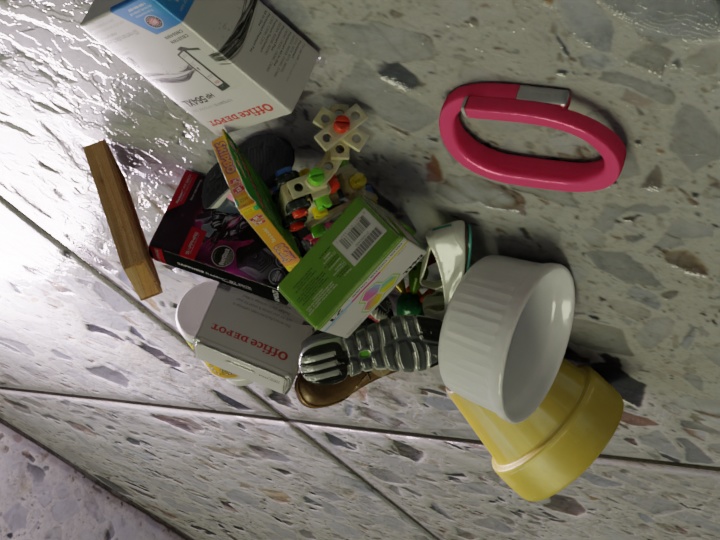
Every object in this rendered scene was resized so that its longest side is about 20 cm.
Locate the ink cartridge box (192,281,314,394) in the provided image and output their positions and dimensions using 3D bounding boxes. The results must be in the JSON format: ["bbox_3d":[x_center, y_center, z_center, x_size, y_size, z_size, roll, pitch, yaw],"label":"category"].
[{"bbox_3d":[-0.127,0.050,1.725,0.145,0.201,0.085,22,157,2],"label":"ink cartridge box"}]

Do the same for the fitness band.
[{"bbox_3d":[0.173,-0.133,1.282,0.199,0.038,0.144,11,154,28],"label":"fitness band"}]

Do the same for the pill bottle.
[{"bbox_3d":[-0.219,0.110,2.042,0.112,0.113,0.200,13,154,20],"label":"pill bottle"}]

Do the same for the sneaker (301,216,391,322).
[{"bbox_3d":[0.000,0.000,1.650,0.081,0.075,0.200,40,171,38],"label":"sneaker"}]

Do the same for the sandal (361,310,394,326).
[{"bbox_3d":[0.014,0.044,1.785,0.075,0.048,0.201,4,139,6],"label":"sandal"}]

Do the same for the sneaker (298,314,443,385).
[{"bbox_3d":[0.016,0.082,1.575,0.199,0.075,0.116,-8,-162,-5],"label":"sneaker"}]

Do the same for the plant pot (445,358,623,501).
[{"bbox_3d":[0.229,0.182,1.726,0.189,0.201,0.201,44,153,-8],"label":"plant pot"}]

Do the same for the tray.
[{"bbox_3d":[-0.320,-0.069,1.685,0.037,0.201,0.099,-22,153,-6],"label":"tray"}]

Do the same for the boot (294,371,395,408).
[{"bbox_3d":[-0.001,0.132,1.733,0.075,0.199,0.074,-26,86,57],"label":"boot"}]

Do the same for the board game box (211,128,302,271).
[{"bbox_3d":[-0.117,-0.077,1.420,0.030,0.096,0.200,-25,154,2],"label":"board game box"}]

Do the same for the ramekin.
[{"bbox_3d":[0.177,0.077,1.529,0.097,0.201,0.201,18,157,29],"label":"ramekin"}]

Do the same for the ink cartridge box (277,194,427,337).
[{"bbox_3d":[0.010,0.005,1.498,0.076,0.148,0.200,46,-171,23],"label":"ink cartridge box"}]

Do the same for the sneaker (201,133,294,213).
[{"bbox_3d":[-0.121,-0.118,1.559,0.082,0.071,0.200,12,164,-32],"label":"sneaker"}]

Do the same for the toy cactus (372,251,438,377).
[{"bbox_3d":[0.065,0.067,1.658,0.102,0.165,0.200,36,156,20],"label":"toy cactus"}]

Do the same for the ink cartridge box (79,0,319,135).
[{"bbox_3d":[-0.165,-0.238,1.298,0.200,0.085,0.146,38,153,-31],"label":"ink cartridge box"}]

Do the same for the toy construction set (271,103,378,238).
[{"bbox_3d":[-0.036,-0.103,1.431,0.131,0.092,0.200,-22,156,-11],"label":"toy construction set"}]

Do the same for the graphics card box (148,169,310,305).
[{"bbox_3d":[-0.166,-0.045,1.655,0.199,0.126,0.051,20,156,9],"label":"graphics card box"}]

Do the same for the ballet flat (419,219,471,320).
[{"bbox_3d":[0.106,0.024,1.559,0.069,0.069,0.201,13,128,21],"label":"ballet flat"}]
